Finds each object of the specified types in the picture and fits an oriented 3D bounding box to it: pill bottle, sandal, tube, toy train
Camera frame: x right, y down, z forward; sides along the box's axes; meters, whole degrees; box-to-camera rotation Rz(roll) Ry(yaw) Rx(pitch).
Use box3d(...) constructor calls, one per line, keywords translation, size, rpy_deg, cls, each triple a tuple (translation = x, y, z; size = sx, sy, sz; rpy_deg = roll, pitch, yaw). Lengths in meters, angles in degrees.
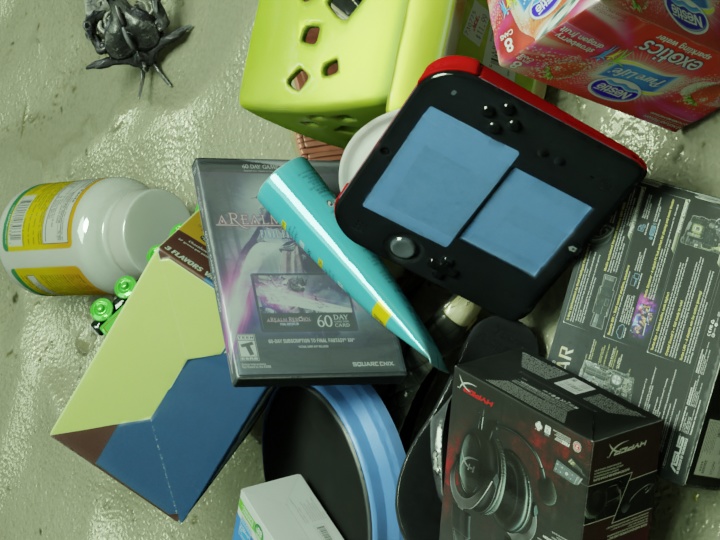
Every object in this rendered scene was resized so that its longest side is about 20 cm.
box3d(translation=(-0.253, -0.033, 1.968), size=(0.199, 0.112, 0.114), rpy_deg=(-3, 79, 48), cls="pill bottle")
box3d(translation=(0.080, 0.129, 1.565), size=(0.043, 0.075, 0.202), rpy_deg=(148, 140, -81), cls="sandal")
box3d(translation=(0.000, 0.000, 1.583), size=(0.050, 0.077, 0.200), rpy_deg=(-43, 75, 9), cls="tube")
box3d(translation=(-0.163, -0.004, 1.859), size=(0.200, 0.042, 0.056), rpy_deg=(-43, 62, -4), cls="toy train")

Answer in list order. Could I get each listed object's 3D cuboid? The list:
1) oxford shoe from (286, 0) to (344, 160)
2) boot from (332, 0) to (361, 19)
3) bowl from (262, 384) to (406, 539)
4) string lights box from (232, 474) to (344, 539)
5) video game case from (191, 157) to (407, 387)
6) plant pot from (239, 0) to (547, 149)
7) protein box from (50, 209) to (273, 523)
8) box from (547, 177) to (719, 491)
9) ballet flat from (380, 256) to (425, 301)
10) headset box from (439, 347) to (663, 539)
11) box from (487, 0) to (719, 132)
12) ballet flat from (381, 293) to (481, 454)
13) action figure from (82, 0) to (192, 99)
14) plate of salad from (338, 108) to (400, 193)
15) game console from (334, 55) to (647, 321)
box3d(translation=(-0.037, -0.137, 1.803), size=(0.074, 0.070, 0.202), rpy_deg=(126, 138, -60), cls="oxford shoe")
box3d(translation=(0.011, -0.303, 1.775), size=(0.151, 0.073, 0.201), rpy_deg=(-53, 42, 25), cls="boot")
box3d(translation=(-0.022, 0.176, 1.661), size=(0.200, 0.039, 0.203), rpy_deg=(31, 127, 53), cls="bowl")
box3d(translation=(-0.065, 0.278, 1.672), size=(0.103, 0.058, 0.201), rpy_deg=(52, 141, 41), cls="string lights box")
box3d(translation=(-0.050, -0.001, 1.611), size=(0.019, 0.141, 0.202), rpy_deg=(124, 140, -52), cls="video game case")
box3d(translation=(0.048, -0.193, 1.619), size=(0.180, 0.198, 0.202), rpy_deg=(11, 87, 41), cls="plant pot")
box3d(translation=(-0.129, 0.065, 1.715), size=(0.134, 0.200, 0.199), rpy_deg=(33, 112, 2), cls="protein box")
box3d(translation=(0.217, 0.040, 1.481), size=(0.160, 0.043, 0.202), rpy_deg=(19, 95, 48), cls="box")
box3d(translation=(0.022, -0.002, 1.689), size=(0.201, 0.068, 0.068), rpy_deg=(-53, 45, 25), cls="ballet flat")
box3d(translation=(0.133, 0.179, 1.481), size=(0.148, 0.077, 0.202), rpy_deg=(28, 120, 46), cls="headset box")
box3d(translation=(0.191, -0.180, 1.445), size=(0.099, 0.199, 0.096), rpy_deg=(-29, 58, 39), cls="box")
box3d(translation=(0.053, 0.094, 1.650), size=(0.057, 0.066, 0.201), rpy_deg=(36, 117, 15), cls="ballet flat")
box3d(translation=(-0.235, -0.277, 2.016), size=(0.118, 0.102, 0.202), rpy_deg=(-17, 108, 16), cls="action figure")
box3d(translation=(0.081, -0.061, 1.561), size=(0.199, 0.200, 0.048), rpy_deg=(-27, 33, 41), cls="plate of salad")
box3d(translation=(0.089, -0.056, 1.496), size=(0.200, 0.176, 0.031), rpy_deg=(-53, 10, 45), cls="game console")
